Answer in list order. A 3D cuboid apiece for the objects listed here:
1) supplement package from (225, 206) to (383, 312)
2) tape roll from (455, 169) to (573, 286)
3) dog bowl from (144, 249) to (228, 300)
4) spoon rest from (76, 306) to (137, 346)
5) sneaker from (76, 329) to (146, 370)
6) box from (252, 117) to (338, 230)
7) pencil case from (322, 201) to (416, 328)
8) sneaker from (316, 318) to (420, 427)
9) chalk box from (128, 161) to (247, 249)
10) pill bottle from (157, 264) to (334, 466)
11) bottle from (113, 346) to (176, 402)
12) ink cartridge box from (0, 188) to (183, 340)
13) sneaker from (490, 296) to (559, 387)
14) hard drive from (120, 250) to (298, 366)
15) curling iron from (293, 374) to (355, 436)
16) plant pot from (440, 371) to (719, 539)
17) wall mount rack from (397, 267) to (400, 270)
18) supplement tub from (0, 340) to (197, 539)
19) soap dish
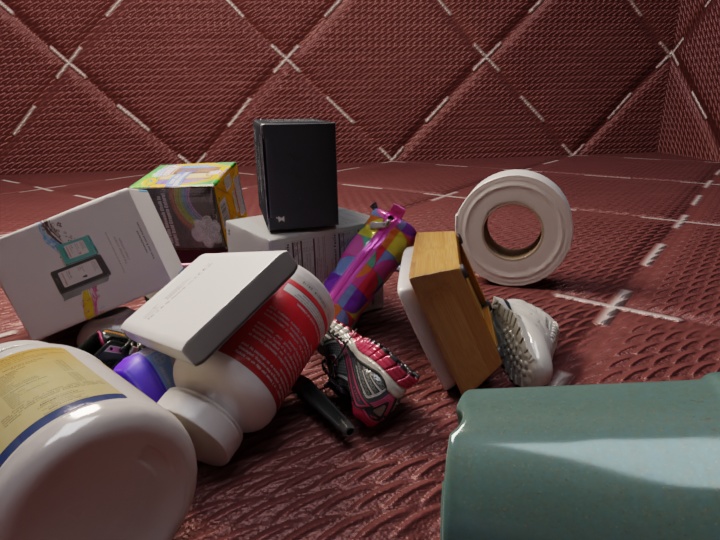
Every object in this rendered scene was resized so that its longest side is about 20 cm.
[{"bbox_3d":[-0.086,-0.009,0.834,0.200,0.151,0.152,-14,23,-34],"label":"supplement package"},{"bbox_3d":[0.273,-0.077,0.941,0.202,0.203,0.071,5,20,19],"label":"tape roll"},{"bbox_3d":[-0.292,-0.003,0.953,0.200,0.074,0.200,-1,19,0],"label":"dog bowl"},{"bbox_3d":[-0.312,0.082,0.751,0.200,0.061,0.099,-10,14,16],"label":"spoon rest"},{"bbox_3d":[-0.271,0.106,0.605,0.200,0.087,0.080,-15,25,-37],"label":"sneaker"},{"bbox_3d":[-0.104,-0.155,0.804,0.104,0.148,0.200,-5,19,-13],"label":"box"},{"bbox_3d":[0.000,0.000,0.751,0.088,0.088,0.200,22,74,50],"label":"pencil case"},{"bbox_3d":[-0.015,0.109,0.610,0.075,0.081,0.200,-53,22,-9],"label":"sneaker"},{"bbox_3d":[-0.327,-0.118,0.958,0.199,0.125,0.124,1,30,9],"label":"chalk box"},{"bbox_3d":[-0.116,0.089,0.541,0.112,0.112,0.200,8,43,25],"label":"pill bottle"},{"bbox_3d":[-0.178,0.098,0.607,0.065,0.084,0.200,-21,7,41],"label":"bottle"},{"bbox_3d":[-0.389,-0.015,0.767,0.200,0.146,0.147,-23,11,-8],"label":"ink cartridge box"},{"bbox_3d":[0.220,0.085,0.672,0.080,0.077,0.200,9,20,1],"label":"sneaker"},{"bbox_3d":[-0.163,0.030,0.541,0.200,0.027,0.132,0,41,52],"label":"hard drive"},{"bbox_3d":[-0.070,0.139,0.592,0.050,0.026,0.200,-23,28,-33],"label":"curling iron"},{"bbox_3d":[0.159,0.150,0.313,0.196,0.201,0.200,-2,17,23],"label":"plant pot"},{"bbox_3d":[0.054,-0.040,1.041,0.200,0.075,0.174,14,24,40],"label":"wall mount rack"},{"bbox_3d":[-0.239,0.141,0.409,0.200,0.145,0.144,15,24,40],"label":"supplement tub"},{"bbox_3d":[0.114,0.039,0.666,0.081,0.158,0.200,-23,14,15],"label":"soap dish"}]
